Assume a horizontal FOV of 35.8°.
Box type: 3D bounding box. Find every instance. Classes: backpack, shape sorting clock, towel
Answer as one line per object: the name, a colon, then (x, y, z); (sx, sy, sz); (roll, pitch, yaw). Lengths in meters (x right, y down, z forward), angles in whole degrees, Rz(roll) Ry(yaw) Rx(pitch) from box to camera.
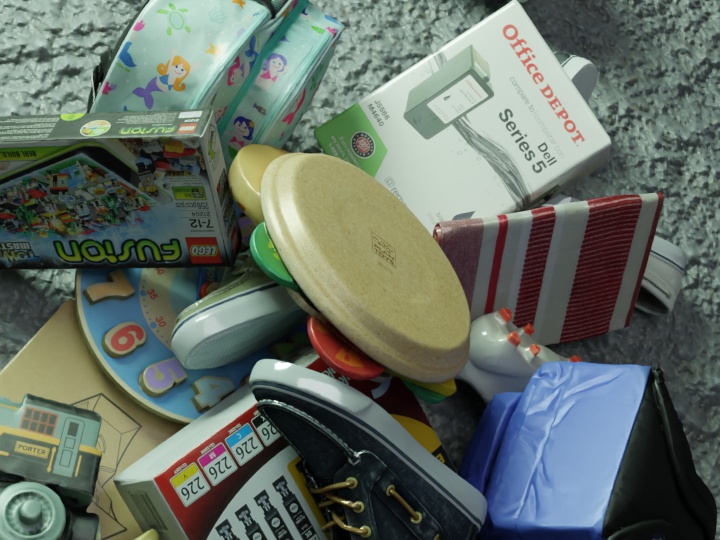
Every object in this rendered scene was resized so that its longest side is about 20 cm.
backpack: (0.177, 0.182, 0.843); (0.201, 0.167, 0.163); (54, 54, -33)
shape sorting clock: (-0.117, 0.022, 0.844); (0.198, 0.039, 0.202); (17, 54, -25)
towel: (0.144, 0.006, 0.908); (0.198, 0.145, 0.023); (-9, 41, -18)
backpack: (-0.115, -0.143, 0.836); (0.150, 0.178, 0.200); (37, 39, 0)

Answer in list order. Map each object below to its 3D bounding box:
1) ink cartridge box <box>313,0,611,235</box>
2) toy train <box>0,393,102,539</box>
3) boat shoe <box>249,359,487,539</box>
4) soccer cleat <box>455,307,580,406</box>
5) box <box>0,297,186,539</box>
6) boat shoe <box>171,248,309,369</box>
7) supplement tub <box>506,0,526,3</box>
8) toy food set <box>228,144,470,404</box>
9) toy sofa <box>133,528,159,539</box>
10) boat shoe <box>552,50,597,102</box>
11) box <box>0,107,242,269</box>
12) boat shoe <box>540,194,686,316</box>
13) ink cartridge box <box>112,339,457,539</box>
ink cartridge box: (0.084, -0.102, 0.918); (0.199, 0.084, 0.146); (-33, 81, 3)
toy train: (-0.257, 0.126, 0.705); (0.198, 0.085, 0.115); (16, 49, -14)
boat shoe: (-0.003, 0.143, 0.713); (0.200, 0.071, 0.091); (39, 62, -22)
soccer cleat: (0.150, 0.103, 0.926); (0.199, 0.077, 0.070); (35, 28, -26)
box: (-0.205, 0.142, 0.777); (0.163, 0.021, 0.200); (39, 58, -3)
boat shoe: (-0.070, 0.014, 0.820); (0.199, 0.072, 0.062); (-24, 72, -49)
supplement tub: (0.100, -0.355, 1.069); (0.199, 0.123, 0.123); (27, 60, -9)
toy food set: (0.000, 0.000, 0.763); (0.199, 0.049, 0.199); (27, 33, -39)
toy sofa: (-0.130, 0.278, 0.712); (0.201, 0.097, 0.083); (56, 34, 0)
boat shoe: (0.135, -0.132, 1.021); (0.067, 0.072, 0.200); (30, 69, 31)
box: (-0.188, -0.053, 0.768); (0.198, 0.111, 0.035); (-1, 39, 10)
boat shoe: (0.198, -0.003, 0.992); (0.200, 0.074, 0.087); (22, 71, -21)
ink cartridge box: (-0.038, 0.162, 0.780); (0.199, 0.084, 0.177); (-35, 99, -31)
